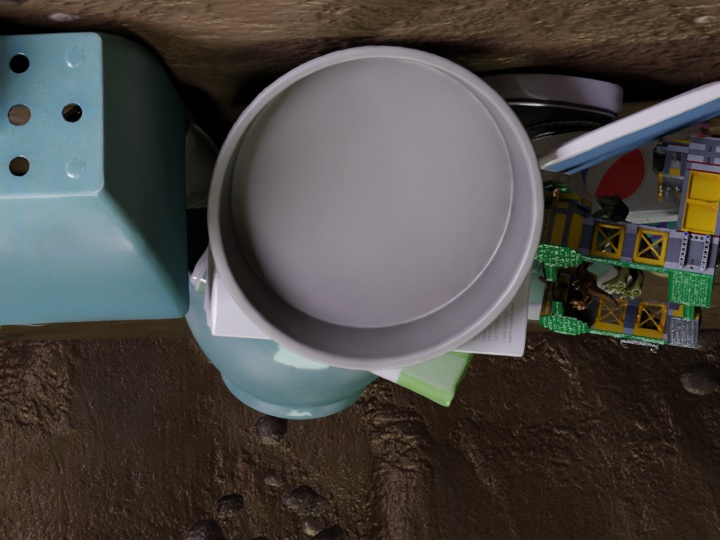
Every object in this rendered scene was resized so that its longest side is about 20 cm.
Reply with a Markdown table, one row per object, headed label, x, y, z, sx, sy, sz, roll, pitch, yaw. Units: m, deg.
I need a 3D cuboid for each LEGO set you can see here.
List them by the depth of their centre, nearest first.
| label | x | y | z | sx | sy | sz | roll | pitch | yaw |
| --- | --- | --- | --- | --- | --- | --- | --- | --- | --- |
| LEGO set | 0.190 | -0.031 | 1.361 | 0.153 | 0.116 | 0.200 | 6 | 159 | 19 |

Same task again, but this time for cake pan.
| label | x | y | z | sx | sy | sz | roll | pitch | yaw |
| --- | --- | --- | --- | --- | --- | --- | --- | --- | --- |
| cake pan | 0.008 | -0.039 | 1.174 | 0.199 | 0.201 | 0.037 | -2 | -160 | -4 |

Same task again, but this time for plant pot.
| label | x | y | z | sx | sy | sz | roll | pitch | yaw |
| --- | --- | --- | --- | --- | --- | --- | --- | --- | --- |
| plant pot | -0.179 | -0.060 | 1.127 | 0.140 | 0.142 | 0.200 | -2 | 167 | 1 |
| plant pot | -0.044 | 0.025 | 1.485 | 0.199 | 0.135 | 0.201 | 4 | -141 | -3 |

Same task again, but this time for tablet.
| label | x | y | z | sx | sy | sz | roll | pitch | yaw |
| --- | --- | --- | --- | --- | --- | --- | --- | --- | --- |
| tablet | 0.180 | -0.091 | 1.264 | 0.130 | 0.014 | 0.200 | -22 | 177 | 11 |

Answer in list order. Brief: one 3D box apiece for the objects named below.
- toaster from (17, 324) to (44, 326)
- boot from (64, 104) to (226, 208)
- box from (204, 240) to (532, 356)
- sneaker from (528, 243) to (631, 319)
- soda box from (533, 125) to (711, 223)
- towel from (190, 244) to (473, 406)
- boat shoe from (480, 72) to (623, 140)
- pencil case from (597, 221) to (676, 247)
| label | x | y | z | sx | sy | sz | roll | pitch | yaw |
| --- | --- | --- | --- | --- | --- | --- | --- | --- | --- |
| toaster | -0.321 | -0.012 | 1.634 | 0.128 | 0.114 | 0.200 | 0 | 176 | 4 |
| boot | -0.169 | -0.067 | 1.347 | 0.181 | 0.073 | 0.200 | -18 | 177 | 13 |
| box | 0.002 | -0.006 | 1.280 | 0.199 | 0.098 | 0.124 | 4 | -175 | -7 |
| sneaker | 0.124 | -0.029 | 1.554 | 0.200 | 0.119 | 0.074 | -2 | -153 | 49 |
| soda box | 0.160 | -0.068 | 1.468 | 0.199 | 0.069 | 0.064 | -3 | 174 | 16 |
| towel | 0.000 | 0.000 | 1.384 | 0.199 | 0.150 | 0.031 | 26 | 149 | 7 |
| boat shoe | 0.068 | -0.086 | 1.260 | 0.198 | 0.069 | 0.074 | -2 | 174 | 5 |
| pencil case | 0.213 | -0.050 | 1.587 | 0.199 | 0.086 | 0.092 | -7 | 164 | 44 |
